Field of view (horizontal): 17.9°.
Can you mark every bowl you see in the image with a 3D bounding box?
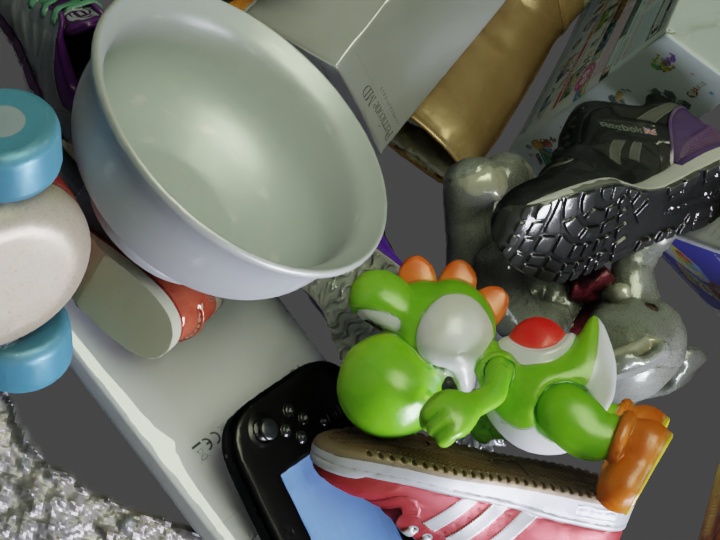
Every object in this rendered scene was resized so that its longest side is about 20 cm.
[{"bbox_3d":[-0.089,-0.056,1.280,0.201,0.090,0.201,30,37,-25],"label":"bowl"}]

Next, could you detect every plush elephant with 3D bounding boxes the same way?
[{"bbox_3d":[0.135,0.022,1.413,0.155,0.165,0.200,2,87,12],"label":"plush elephant"}]

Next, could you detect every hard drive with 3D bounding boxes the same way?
[{"bbox_3d":[-0.096,0.057,1.369,0.132,0.027,0.200,-37,91,-31],"label":"hard drive"}]

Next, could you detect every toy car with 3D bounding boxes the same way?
[{"bbox_3d":[-0.264,-0.042,1.265,0.177,0.184,0.200,-21,51,-23],"label":"toy car"}]

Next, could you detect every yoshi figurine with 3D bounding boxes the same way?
[{"bbox_3d":[0.070,0.078,1.298,0.200,0.112,0.112,30,48,5],"label":"yoshi figurine"}]

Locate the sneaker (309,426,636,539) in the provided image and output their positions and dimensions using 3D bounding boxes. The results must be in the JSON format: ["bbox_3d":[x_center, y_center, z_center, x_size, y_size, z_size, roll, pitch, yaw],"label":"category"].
[{"bbox_3d":[0.055,0.161,1.337,0.200,0.071,0.113,14,103,-16],"label":"sneaker"}]

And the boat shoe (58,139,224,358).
[{"bbox_3d":[-0.163,-0.035,1.318,0.200,0.071,0.063,44,41,5],"label":"boat shoe"}]

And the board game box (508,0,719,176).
[{"bbox_3d":[0.192,-0.149,1.486,0.064,0.200,0.148,35,60,-11],"label":"board game box"}]

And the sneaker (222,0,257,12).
[{"bbox_3d":[-0.091,-0.191,1.366,0.077,0.200,0.078,34,44,-29],"label":"sneaker"}]

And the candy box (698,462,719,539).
[{"bbox_3d":[0.300,0.170,1.417,0.056,0.200,0.117,40,56,-32],"label":"candy box"}]

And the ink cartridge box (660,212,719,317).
[{"bbox_3d":[0.289,0.030,1.436,0.198,0.200,0.047,44,78,-34],"label":"ink cartridge box"}]

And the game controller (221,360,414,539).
[{"bbox_3d":[-0.009,0.155,1.344,0.104,0.042,0.200,-31,100,-33],"label":"game controller"}]

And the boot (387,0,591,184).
[{"bbox_3d":[0.056,-0.181,1.511,0.175,0.066,0.200,37,65,7],"label":"boot"}]

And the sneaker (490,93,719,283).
[{"bbox_3d":[0.135,-0.055,1.347,0.200,0.076,0.088,-14,51,-42],"label":"sneaker"}]

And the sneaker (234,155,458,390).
[{"bbox_3d":[0.000,-0.001,1.398,0.200,0.070,0.100,48,18,4],"label":"sneaker"}]

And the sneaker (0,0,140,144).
[{"bbox_3d":[-0.180,-0.163,1.374,0.074,0.088,0.200,-23,83,-31],"label":"sneaker"}]

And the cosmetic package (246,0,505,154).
[{"bbox_3d":[0.031,-0.187,1.421,0.081,0.113,0.200,31,77,28],"label":"cosmetic package"}]
